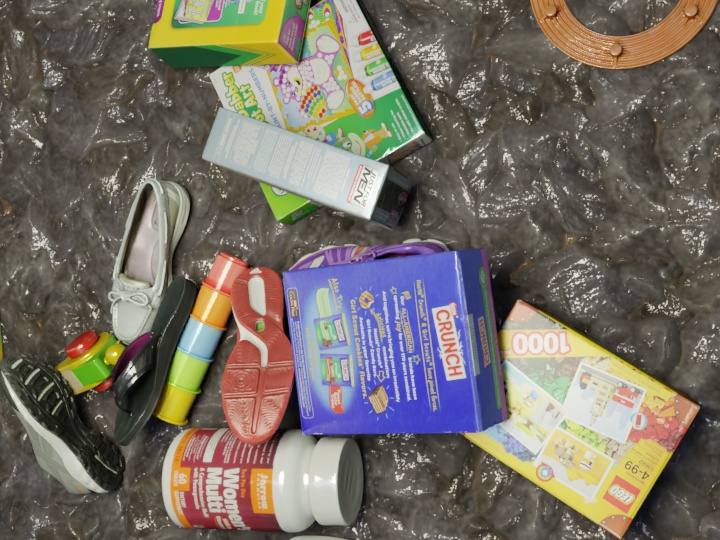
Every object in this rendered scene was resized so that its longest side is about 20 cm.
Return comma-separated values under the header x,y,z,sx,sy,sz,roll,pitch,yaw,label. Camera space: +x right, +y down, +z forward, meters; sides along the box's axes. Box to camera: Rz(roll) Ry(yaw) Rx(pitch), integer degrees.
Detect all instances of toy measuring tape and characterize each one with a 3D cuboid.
x,y,z,sx,sy,sz,roll,pitch,yaw,label
-0.343,0.118,1.150,0.199,0.073,0.074,-22,79,36,toy measuring tape

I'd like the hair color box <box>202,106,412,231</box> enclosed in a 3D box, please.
x,y,z,sx,sy,sz,roll,pitch,yaw,label
-0.055,-0.106,1.002,0.199,0.099,0.061,22,92,18,hair color box

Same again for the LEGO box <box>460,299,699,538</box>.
x,y,z,sx,sy,sz,roll,pitch,yaw,label
0.211,0.143,0.949,0.199,0.077,0.150,31,95,18,LEGO box

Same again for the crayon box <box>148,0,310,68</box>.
x,y,z,sx,sy,sz,roll,pitch,yaw,label
-0.140,-0.336,1.088,0.171,0.058,0.201,4,76,23,crayon box

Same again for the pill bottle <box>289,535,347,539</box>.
x,y,z,sx,sy,sz,roll,pitch,yaw,label
-0.043,0.389,0.993,0.115,0.116,0.201,6,88,18,pill bottle

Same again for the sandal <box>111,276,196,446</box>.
x,y,z,sx,sy,sz,roll,pitch,yaw,label
-0.246,0.097,1.072,0.075,0.048,0.202,-9,59,55,sandal

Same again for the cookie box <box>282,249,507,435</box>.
x,y,z,sx,sy,sz,roll,pitch,yaw,label
0.032,0.073,0.934,0.199,0.075,0.172,-6,92,31,cookie box

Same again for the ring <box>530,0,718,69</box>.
x,y,z,sx,sy,sz,roll,pitch,yaw,label
0.277,-0.312,0.995,0.199,0.019,0.202,-1,86,19,ring

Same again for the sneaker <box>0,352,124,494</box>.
x,y,z,sx,sy,sz,roll,pitch,yaw,label
-0.364,0.187,1.106,0.079,0.074,0.201,-21,110,25,sneaker

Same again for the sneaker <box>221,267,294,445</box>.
x,y,z,sx,sy,sz,roll,pitch,yaw,label
-0.100,0.107,1.025,0.078,0.116,0.201,-2,58,6,sneaker

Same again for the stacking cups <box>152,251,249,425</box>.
x,y,z,sx,sy,sz,roll,pitch,yaw,label
-0.184,0.078,1.101,0.060,0.060,0.201,27,89,18,stacking cups

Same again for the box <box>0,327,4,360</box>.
x,y,z,sx,sy,sz,roll,pitch,yaw,label
-0.570,0.048,1.191,0.191,0.122,0.201,-11,83,16,box

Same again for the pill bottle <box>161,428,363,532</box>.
x,y,z,sx,sy,sz,roll,pitch,yaw,label
-0.104,0.227,1.030,0.199,0.109,0.110,-3,85,18,pill bottle

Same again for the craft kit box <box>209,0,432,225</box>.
x,y,z,sx,sy,sz,roll,pitch,yaw,label
-0.048,-0.187,1.080,0.197,0.048,0.201,-30,77,17,craft kit box

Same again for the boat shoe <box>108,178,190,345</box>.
x,y,z,sx,sy,sz,roll,pitch,yaw,label
-0.258,-0.009,1.121,0.074,0.065,0.203,20,95,19,boat shoe

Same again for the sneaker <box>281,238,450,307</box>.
x,y,z,sx,sy,sz,roll,pitch,yaw,label
0.000,0.000,1.027,0.199,0.083,0.081,-14,82,17,sneaker
